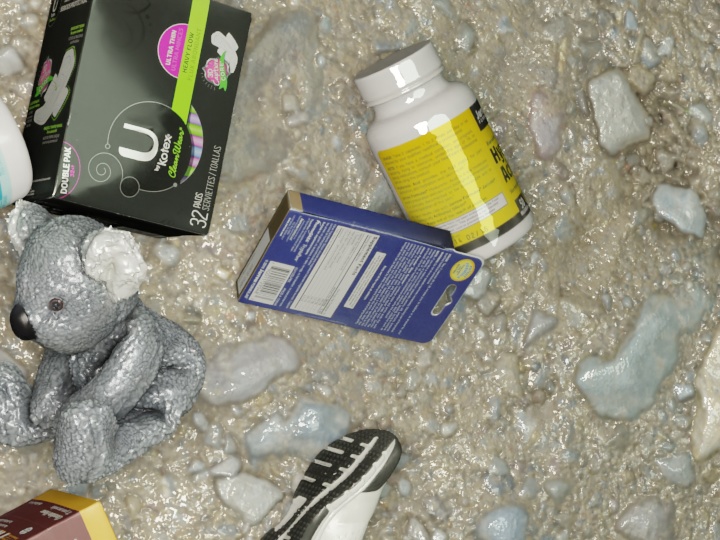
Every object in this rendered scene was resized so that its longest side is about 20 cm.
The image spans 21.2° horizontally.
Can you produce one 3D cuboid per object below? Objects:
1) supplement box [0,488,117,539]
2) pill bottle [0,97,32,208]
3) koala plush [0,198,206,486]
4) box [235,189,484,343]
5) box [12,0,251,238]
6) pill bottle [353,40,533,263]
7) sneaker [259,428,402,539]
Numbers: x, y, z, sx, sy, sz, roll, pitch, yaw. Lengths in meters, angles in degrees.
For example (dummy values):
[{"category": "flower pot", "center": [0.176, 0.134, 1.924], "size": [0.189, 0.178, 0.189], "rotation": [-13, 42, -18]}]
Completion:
[{"category": "supplement box", "center": [-0.286, 0.316, 1.593], "size": [0.200, 0.133, 0.198], "rotation": [-27, 101, -25]}, {"category": "pill bottle", "center": [-0.378, -0.072, 1.569], "size": [0.200, 0.111, 0.111], "rotation": [-28, 101, -24]}, {"category": "koala plush", "center": [-0.227, 0.039, 1.594], "size": [0.184, 0.177, 0.200], "rotation": [-29, 118, -32]}, {"category": "box", "center": [0.000, 0.000, 1.756], "size": [0.200, 0.121, 0.032], "rotation": [15, 39, -23]}, {"category": "box", "center": [-0.198, -0.140, 1.653], "size": [0.148, 0.124, 0.200], "rotation": [13, 84, -27]}, {"category": "pill bottle", "center": [0.073, -0.108, 1.795], "size": [0.111, 0.111, 0.200], "rotation": [-33, 103, -23]}, {"category": "sneaker", "center": [-0.026, 0.234, 1.770], "size": [0.200, 0.074, 0.080], "rotation": [-51, 124, -14]}]
